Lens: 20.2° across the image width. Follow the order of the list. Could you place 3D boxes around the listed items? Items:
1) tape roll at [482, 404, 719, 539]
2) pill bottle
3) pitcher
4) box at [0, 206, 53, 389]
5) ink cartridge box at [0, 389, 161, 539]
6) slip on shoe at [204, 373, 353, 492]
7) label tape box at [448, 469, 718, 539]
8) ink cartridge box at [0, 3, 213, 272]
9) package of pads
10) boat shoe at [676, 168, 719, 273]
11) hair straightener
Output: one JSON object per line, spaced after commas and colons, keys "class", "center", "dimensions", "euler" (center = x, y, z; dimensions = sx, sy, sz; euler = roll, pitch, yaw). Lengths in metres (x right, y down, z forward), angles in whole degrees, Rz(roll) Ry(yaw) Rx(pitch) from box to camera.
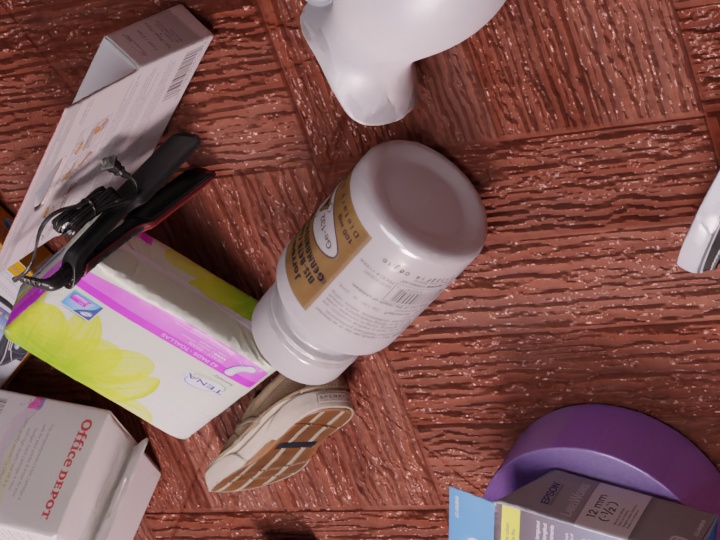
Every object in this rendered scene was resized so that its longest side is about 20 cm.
{"class": "tape roll", "center": [0.198, 0.208, 1.621], "dimensions": [0.200, 0.066, 0.201], "euler": [16, 127, 22]}
{"class": "pill bottle", "center": [0.000, 0.000, 1.567], "dimensions": [0.114, 0.114, 0.200], "euler": [42, 131, -1]}
{"class": "pitcher", "center": [0.017, -0.220, 1.419], "dimensions": [0.172, 0.121, 0.200], "euler": [48, 143, 4]}
{"class": "box", "center": [-0.343, 0.035, 1.840], "dimensions": [0.119, 0.041, 0.200], "euler": [43, 134, -1]}
{"class": "ink cartridge box", "center": [-0.287, 0.197, 1.829], "dimensions": [0.200, 0.129, 0.125], "euler": [10, 153, 25]}
{"class": "slip on shoe", "center": [-0.074, 0.132, 1.737], "dimensions": [0.200, 0.076, 0.061], "euler": [-46, 52, 49]}
{"class": "label tape box", "center": [0.170, 0.234, 1.571], "dimensions": [0.200, 0.066, 0.144], "euler": [15, 126, 24]}
{"class": "ink cartridge box", "center": [-0.216, -0.102, 1.582], "dimensions": [0.045, 0.176, 0.200], "euler": [43, 132, 12]}
{"class": "package of pads", "center": [-0.181, 0.051, 1.697], "dimensions": [0.200, 0.068, 0.154], "euler": [33, 135, -21]}
{"class": "boat shoe", "center": [0.279, -0.068, 1.391], "dimensions": [0.057, 0.069, 0.200], "euler": [30, 128, 9]}
{"class": "hair straightener", "center": [-0.200, -0.055, 1.590], "dimensions": [0.041, 0.200, 0.077], "euler": [17, 136, 45]}
